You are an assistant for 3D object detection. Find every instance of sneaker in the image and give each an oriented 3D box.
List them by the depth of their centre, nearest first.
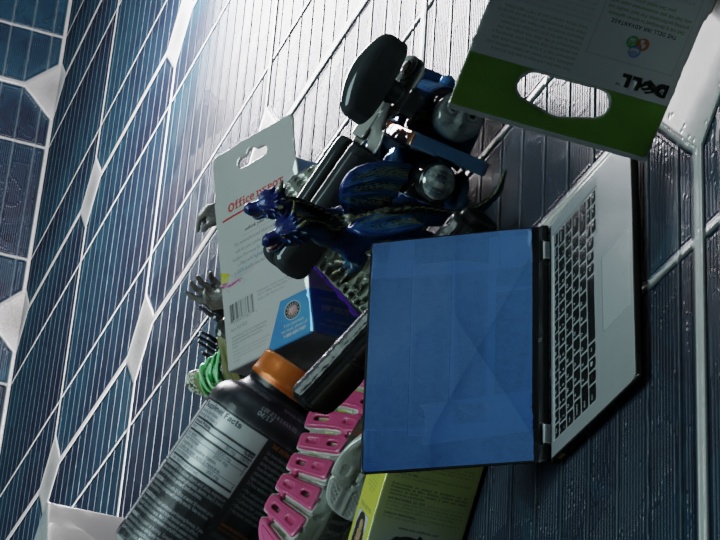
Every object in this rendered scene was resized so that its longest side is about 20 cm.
[{"bbox_3d":[0.041,0.105,1.648,0.200,0.077,0.082,-57,13,22],"label":"sneaker"},{"bbox_3d":[-0.003,0.156,1.727,0.074,0.087,0.200,8,62,47],"label":"sneaker"},{"bbox_3d":[0.000,0.000,1.752,0.070,0.100,0.200,-35,51,-3],"label":"sneaker"},{"bbox_3d":[-0.123,0.104,2.005,0.200,0.088,0.077,76,-160,-57],"label":"sneaker"}]

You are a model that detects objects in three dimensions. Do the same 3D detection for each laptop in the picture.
[{"bbox_3d":[0.092,0.024,1.443,0.200,0.116,0.187,127,151,-53],"label":"laptop"}]

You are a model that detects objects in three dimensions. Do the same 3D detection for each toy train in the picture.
[{"bbox_3d":[0.046,-0.108,1.763,0.200,0.087,0.114,-146,76,-73],"label":"toy train"}]

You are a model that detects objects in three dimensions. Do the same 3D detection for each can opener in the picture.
[{"bbox_3d":[-0.019,-0.092,1.687,0.200,0.067,0.053,-55,26,1],"label":"can opener"}]

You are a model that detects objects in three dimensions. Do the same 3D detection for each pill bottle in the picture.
[{"bbox_3d":[-0.102,0.163,1.767,0.200,0.106,0.106,-55,16,-5],"label":"pill bottle"}]

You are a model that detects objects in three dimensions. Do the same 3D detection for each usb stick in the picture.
[{"bbox_3d":[0.024,0.031,1.627,0.200,0.055,0.033,-47,68,13],"label":"usb stick"}]

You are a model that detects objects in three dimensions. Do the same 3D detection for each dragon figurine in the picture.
[{"bbox_3d":[0.016,-0.043,1.618,0.099,0.200,0.059,75,-177,-67],"label":"dragon figurine"}]

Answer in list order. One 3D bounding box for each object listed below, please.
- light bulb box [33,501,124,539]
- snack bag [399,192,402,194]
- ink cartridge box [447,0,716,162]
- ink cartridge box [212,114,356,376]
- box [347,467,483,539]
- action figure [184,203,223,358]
[{"bbox_3d":[-0.241,0.357,2.126,0.125,0.198,0.200,-101,28,-59],"label":"light bulb box"},{"bbox_3d":[-0.003,0.011,1.933,0.189,0.021,0.200,156,126,-69],"label":"snack bag"},{"bbox_3d":[0.145,-0.188,1.378,0.076,0.148,0.200,-109,36,-62],"label":"ink cartridge box"},{"bbox_3d":[-0.062,-0.018,1.853,0.115,0.068,0.200,-26,61,42],"label":"ink cartridge box"},{"bbox_3d":[0.037,0.181,1.577,0.050,0.075,0.200,-141,64,-74],"label":"box"},{"bbox_3d":[-0.110,-0.002,1.996,0.119,0.102,0.200,-81,10,-45],"label":"action figure"}]
